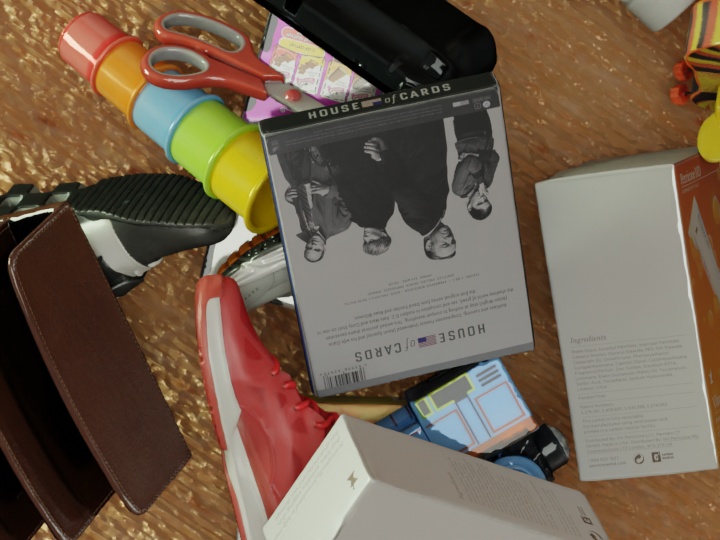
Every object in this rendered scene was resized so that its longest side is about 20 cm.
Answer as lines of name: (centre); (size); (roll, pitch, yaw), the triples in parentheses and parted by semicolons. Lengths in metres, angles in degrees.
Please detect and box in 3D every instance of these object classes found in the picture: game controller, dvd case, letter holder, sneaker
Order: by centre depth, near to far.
dvd case: (0.026, -0.020, 1.533); (0.150, 0.025, 0.201); (-12, 124, -3)
sneaker: (-0.037, 0.090, 1.553); (0.115, 0.078, 0.201); (-13, 105, -3)
letter holder: (-0.218, 0.081, 1.574); (0.100, 0.142, 0.201); (-11, 114, 31)
sneaker: (0.000, 0.000, 1.586); (0.199, 0.076, 0.092); (-23, 101, 1)
game controller: (-0.005, -0.177, 1.595); (0.200, 0.104, 0.042); (37, 124, 16)
sneaker: (-0.170, -0.013, 1.631); (0.199, 0.074, 0.089); (-2, 115, 22)

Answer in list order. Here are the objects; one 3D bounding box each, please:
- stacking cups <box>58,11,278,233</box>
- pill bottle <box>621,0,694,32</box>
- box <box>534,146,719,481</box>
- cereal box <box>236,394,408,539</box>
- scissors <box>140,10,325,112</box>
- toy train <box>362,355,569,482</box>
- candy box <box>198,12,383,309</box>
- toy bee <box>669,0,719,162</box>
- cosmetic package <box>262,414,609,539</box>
stacking cups: (-0.124, -0.102, 1.598); (0.200, 0.060, 0.061); (37, 94, 24)
pill bottle: (0.155, -0.258, 1.601); (0.200, 0.120, 0.120); (44, 93, -5)
box: (0.192, 0.026, 1.615); (0.097, 0.124, 0.201); (-7, 96, 22)
cereal box: (-0.015, 0.187, 1.677); (0.143, 0.040, 0.201); (1, 95, -4)
scissors: (-0.051, -0.121, 1.579); (0.199, 0.073, 0.014); (19, 135, 13)
toy train: (0.038, 0.140, 1.619); (0.199, 0.087, 0.115); (-30, 89, 0)
candy box: (-0.020, -0.072, 1.643); (0.136, 0.061, 0.201); (16, 94, -3)
toy bee: (0.247, -0.125, 1.609); (0.108, 0.200, 0.131); (3, 54, 28)
cosmetic package: (0.050, 0.170, 1.519); (0.199, 0.074, 0.102); (22, 114, -31)
